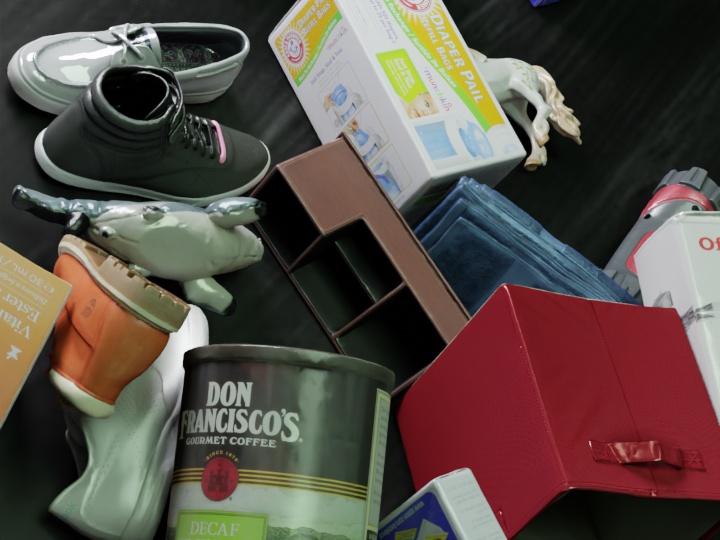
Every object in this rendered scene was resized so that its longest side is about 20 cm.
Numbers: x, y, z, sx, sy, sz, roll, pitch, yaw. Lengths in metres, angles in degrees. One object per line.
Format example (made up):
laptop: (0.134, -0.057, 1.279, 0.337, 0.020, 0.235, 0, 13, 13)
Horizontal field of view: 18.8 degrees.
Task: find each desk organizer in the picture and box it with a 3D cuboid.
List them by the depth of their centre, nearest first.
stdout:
desk organizer: (0.000, 0.000, 1.708, 0.077, 0.072, 0.200, -27, 78, -40)

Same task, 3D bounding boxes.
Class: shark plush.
shark plush: (-0.163, -0.022, 1.624, 0.200, 0.091, 0.083, 1, 18, -22)

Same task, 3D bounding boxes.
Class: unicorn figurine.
unicorn figurine: (0.101, -0.162, 1.890, 0.200, 0.074, 0.138, 16, 53, -48)

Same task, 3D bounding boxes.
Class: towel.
towel: (0.129, 0.016, 1.756, 0.200, 0.112, 0.049, 36, 41, -10)

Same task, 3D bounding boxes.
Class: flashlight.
flashlight: (0.257, -0.012, 1.895, 0.068, 0.068, 0.200, 44, 45, -6)

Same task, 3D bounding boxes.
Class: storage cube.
storage cube: (0.151, 0.139, 1.640, 0.171, 0.200, 0.180, 8, 51, -30)

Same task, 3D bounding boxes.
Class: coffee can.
coffee can: (-0.058, 0.161, 1.469, 0.146, 0.146, 0.201, 12, 77, -28)

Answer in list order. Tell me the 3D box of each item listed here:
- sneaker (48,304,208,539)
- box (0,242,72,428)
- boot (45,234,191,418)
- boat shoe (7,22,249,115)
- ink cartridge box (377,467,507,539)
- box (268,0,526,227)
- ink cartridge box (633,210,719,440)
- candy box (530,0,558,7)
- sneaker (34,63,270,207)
sneaker: (-0.165, 0.098, 1.537, 0.088, 0.075, 0.200, 19, 52, -7)
box: (-0.306, 0.065, 1.430, 0.152, 0.106, 0.200, 32, 48, -13)
boot: (-0.189, 0.040, 1.515, 0.075, 0.200, 0.107, 30, 90, -21)
boat shoe: (-0.175, -0.163, 1.694, 0.200, 0.069, 0.072, 1, 61, -34)
ink cartridge box: (0.059, 0.263, 1.490, 0.043, 0.198, 0.200, -14, 71, -36)
box: (0.028, -0.145, 1.799, 0.112, 0.101, 0.200, -16, 72, -39)
ink cartridge box: (0.309, 0.060, 1.705, 0.145, 0.085, 0.200, 1, 66, -21)
candy box: (0.186, -0.364, 2.068, 0.169, 0.077, 0.200, -22, 77, -42)
sneaker: (-0.139, -0.105, 1.661, 0.200, 0.099, 0.071, 3, 58, -35)
